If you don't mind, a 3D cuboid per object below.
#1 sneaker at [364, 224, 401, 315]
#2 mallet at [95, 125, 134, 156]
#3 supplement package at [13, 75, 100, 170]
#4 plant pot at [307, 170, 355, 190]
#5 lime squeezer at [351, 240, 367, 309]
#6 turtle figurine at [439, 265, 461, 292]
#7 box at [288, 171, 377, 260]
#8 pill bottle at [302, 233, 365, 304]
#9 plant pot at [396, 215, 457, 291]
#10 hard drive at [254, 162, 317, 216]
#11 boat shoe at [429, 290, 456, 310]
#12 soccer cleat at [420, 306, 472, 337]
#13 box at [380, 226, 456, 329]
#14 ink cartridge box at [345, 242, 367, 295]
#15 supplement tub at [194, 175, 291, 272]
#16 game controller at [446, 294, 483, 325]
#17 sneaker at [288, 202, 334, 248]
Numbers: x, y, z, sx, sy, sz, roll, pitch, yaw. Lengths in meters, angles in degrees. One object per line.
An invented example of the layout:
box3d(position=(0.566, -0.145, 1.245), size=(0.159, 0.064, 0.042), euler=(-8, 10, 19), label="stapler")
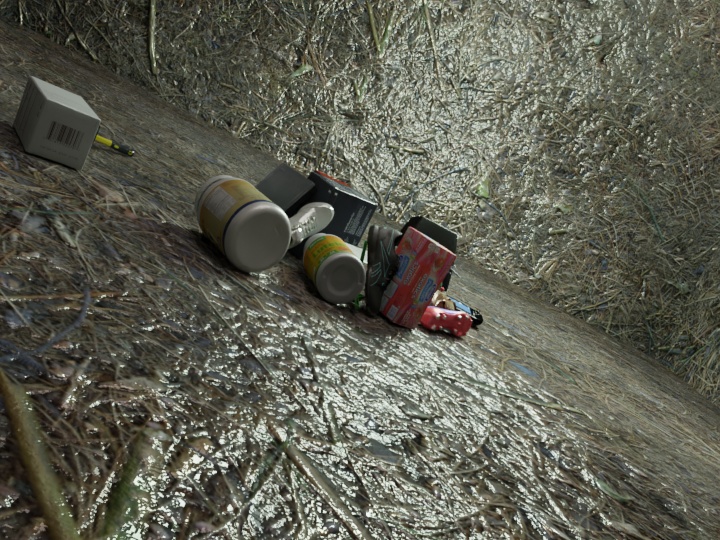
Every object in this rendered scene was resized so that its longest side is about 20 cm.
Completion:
box3d(position=(0.049, -0.001, 1.499), size=(0.077, 0.205, 0.075), euler=(4, -8, 2), label="sneaker")
box3d(position=(-0.625, -0.327, 1.679), size=(0.041, 0.067, 0.199), euler=(28, 10, 17), label="mallet")
box3d(position=(-0.642, -0.312, 1.418), size=(0.115, 0.119, 0.200), euler=(17, 15, -40), label="supplement package")
box3d(position=(-0.098, -0.186, 2.057), size=(0.197, 0.179, 0.200), euler=(19, 13, -39), label="plant pot")
box3d(position=(-0.009, 0.025, 1.520), size=(0.037, 0.072, 0.203), euler=(4, 47, 5), label="lime squeezer")
box3d(position=(0.174, -0.002, 1.886), size=(0.198, 0.103, 0.149), euler=(29, 7, 36), label="turtle figurine")
box3d(position=(-0.082, -0.123, 1.726), size=(0.104, 0.203, 0.180), euler=(36, 13, 36), label="box")
box3d(position=(-0.067, -0.014, 1.494), size=(0.109, 0.113, 0.200), euler=(22, 12, -24), label="pill bottle")
box3d(position=(0.197, -0.062, 2.118), size=(0.196, 0.181, 0.200), euler=(25, 0, -9), label="plant pot")
box3d(position=(-0.219, -0.166, 1.642), size=(0.139, 0.200, 0.033), euler=(35, -20, 38), label="hard drive")
box3d(position=(0.219, 0.099, 1.805), size=(0.071, 0.077, 0.199), euler=(32, 13, 16), label="boat shoe")
box3d(position=(0.213, 0.122, 1.705), size=(0.198, 0.068, 0.076), euler=(11, 17, -48), label="soccer cleat")
box3d(position=(0.117, 0.019, 1.554), size=(0.102, 0.203, 0.094), euler=(35, 8, 40), label="box")
box3d(position=(0.000, 0.000, 1.671), size=(0.197, 0.087, 0.146), euler=(18, 14, -40), label="ink cartridge box")
box3d(position=(-0.243, -0.100, 1.362), size=(0.143, 0.147, 0.199), euler=(17, 14, -43), label="supplement tub")
box3d(position=(0.275, 0.102, 2.002), size=(0.197, 0.043, 0.104), euler=(28, 4, 0), label="game controller")
box3d(position=(-0.140, -0.091, 1.565), size=(0.099, 0.197, 0.076), euler=(34, -33, 56), label="sneaker")
